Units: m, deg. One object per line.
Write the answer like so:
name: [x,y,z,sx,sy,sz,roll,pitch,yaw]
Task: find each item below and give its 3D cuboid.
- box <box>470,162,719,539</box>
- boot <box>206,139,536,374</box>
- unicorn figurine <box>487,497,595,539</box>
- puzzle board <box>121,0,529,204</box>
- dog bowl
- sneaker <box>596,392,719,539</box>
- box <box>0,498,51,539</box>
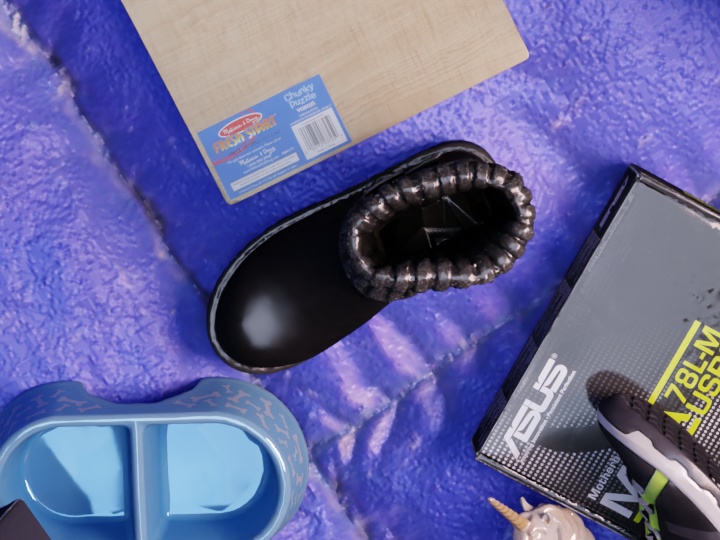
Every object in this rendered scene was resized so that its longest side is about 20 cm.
box: [0.197,0.067,1.284,0.193,0.048,0.200,29,100,-9]
boot: [-0.001,-0.002,1.210,0.211,0.158,0.079,-36,100,6]
unicorn figurine: [0.136,0.224,1.296,0.200,0.074,0.137,26,105,-3]
puzzle board: [-0.023,-0.148,1.254,0.200,0.017,0.151,-26,102,5]
dog bowl: [-0.131,0.125,1.290,0.200,0.050,0.112,-1,101,-1]
sneaker: [0.191,0.162,1.246,0.083,0.072,0.200,-40,101,11]
box: [-0.235,0.274,1.260,0.198,0.123,0.200,-29,102,24]
